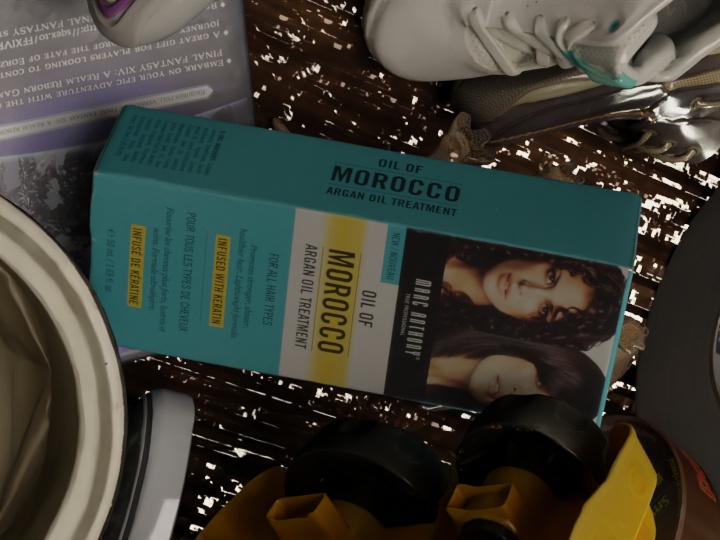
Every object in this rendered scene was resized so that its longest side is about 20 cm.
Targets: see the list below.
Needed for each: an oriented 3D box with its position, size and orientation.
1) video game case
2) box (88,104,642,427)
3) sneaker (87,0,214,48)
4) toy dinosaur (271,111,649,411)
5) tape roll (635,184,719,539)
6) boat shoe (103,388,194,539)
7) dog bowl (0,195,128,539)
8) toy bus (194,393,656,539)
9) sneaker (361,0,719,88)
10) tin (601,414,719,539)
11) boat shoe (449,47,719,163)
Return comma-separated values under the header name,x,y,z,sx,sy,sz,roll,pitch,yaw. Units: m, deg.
name,x,y,z,sx,sy,sz,roll,pitch,yaw
video game case,-0.109,-0.059,0.888,0.142,0.019,0.201,-13,110,-23
box,0.000,0.000,0.852,0.199,0.049,0.083,10,127,4
sneaker,-0.021,-0.142,0.860,0.200,0.075,0.100,-50,128,-26
toy dinosaur,0.038,0.015,0.954,0.199,0.136,0.086,21,51,-10
tape roll,0.209,0.032,0.970,0.066,0.200,0.201,24,92,-30
boat shoe,-0.127,0.132,0.903,0.068,0.074,0.200,22,105,-13
dog bowl,-0.189,0.053,0.826,0.199,0.074,0.201,-2,98,-15
toy bus,0.041,0.162,0.844,0.192,0.200,0.136,57,45,-20
sneaker,0.087,-0.102,0.881,0.075,0.199,0.089,46,38,-44
tin,0.074,0.152,0.971,0.042,0.112,0.200,36,102,-30
boat shoe,0.135,-0.080,0.974,0.199,0.074,0.074,-17,116,-16
